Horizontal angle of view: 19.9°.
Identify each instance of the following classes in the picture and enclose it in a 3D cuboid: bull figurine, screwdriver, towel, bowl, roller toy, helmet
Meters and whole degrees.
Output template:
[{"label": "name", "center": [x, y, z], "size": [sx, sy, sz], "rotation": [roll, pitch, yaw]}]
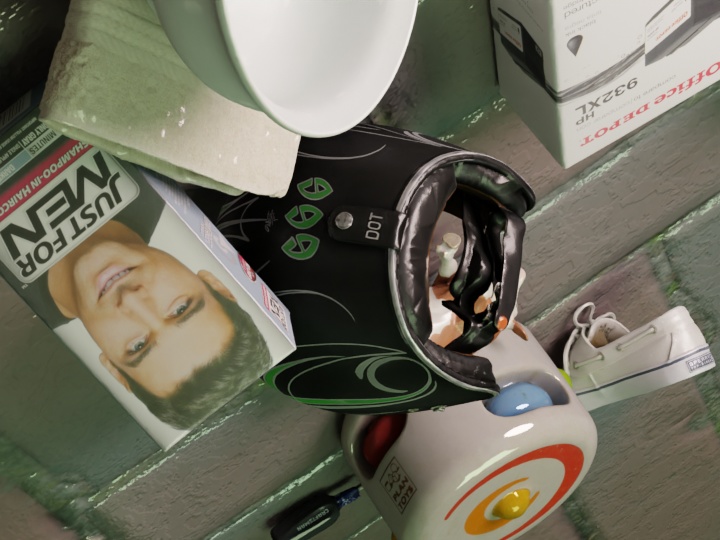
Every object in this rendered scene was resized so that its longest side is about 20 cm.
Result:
[{"label": "bull figurine", "center": [0.050, 0.034, 1.520], "size": [0.200, 0.065, 0.121], "rotation": [-25, 146, -22]}, {"label": "screwdriver", "center": [0.013, 0.179, 1.734], "size": [0.200, 0.029, 0.028], "rotation": [-28, 151, -11]}, {"label": "towel", "center": [-0.092, -0.118, 1.110], "size": [0.200, 0.034, 0.133], "rotation": [21, 78, -55]}, {"label": "bowl", "center": [-0.053, -0.169, 1.043], "size": [0.201, 0.090, 0.201], "rotation": [-12, 104, -58]}, {"label": "roller toy", "center": [0.088, 0.142, 1.640], "size": [0.200, 0.140, 0.182], "rotation": [-35, 150, 1]}, {"label": "helmet", "center": [0.000, 0.000, 1.290], "size": [0.191, 0.200, 0.200], "rotation": [0, 178, 42]}]

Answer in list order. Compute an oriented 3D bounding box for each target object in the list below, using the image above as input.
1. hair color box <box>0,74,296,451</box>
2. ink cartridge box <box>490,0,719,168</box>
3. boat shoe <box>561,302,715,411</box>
[{"label": "hair color box", "center": [-0.137, -0.007, 1.150], "size": [0.099, 0.061, 0.200], "rotation": [-38, 109, 7]}, {"label": "ink cartridge box", "center": [0.163, -0.176, 1.301], "size": [0.145, 0.084, 0.200], "rotation": [-30, 151, -9]}, {"label": "boat shoe", "center": [0.206, 0.067, 1.726], "size": [0.075, 0.086, 0.202], "rotation": [-19, 177, -35]}]
